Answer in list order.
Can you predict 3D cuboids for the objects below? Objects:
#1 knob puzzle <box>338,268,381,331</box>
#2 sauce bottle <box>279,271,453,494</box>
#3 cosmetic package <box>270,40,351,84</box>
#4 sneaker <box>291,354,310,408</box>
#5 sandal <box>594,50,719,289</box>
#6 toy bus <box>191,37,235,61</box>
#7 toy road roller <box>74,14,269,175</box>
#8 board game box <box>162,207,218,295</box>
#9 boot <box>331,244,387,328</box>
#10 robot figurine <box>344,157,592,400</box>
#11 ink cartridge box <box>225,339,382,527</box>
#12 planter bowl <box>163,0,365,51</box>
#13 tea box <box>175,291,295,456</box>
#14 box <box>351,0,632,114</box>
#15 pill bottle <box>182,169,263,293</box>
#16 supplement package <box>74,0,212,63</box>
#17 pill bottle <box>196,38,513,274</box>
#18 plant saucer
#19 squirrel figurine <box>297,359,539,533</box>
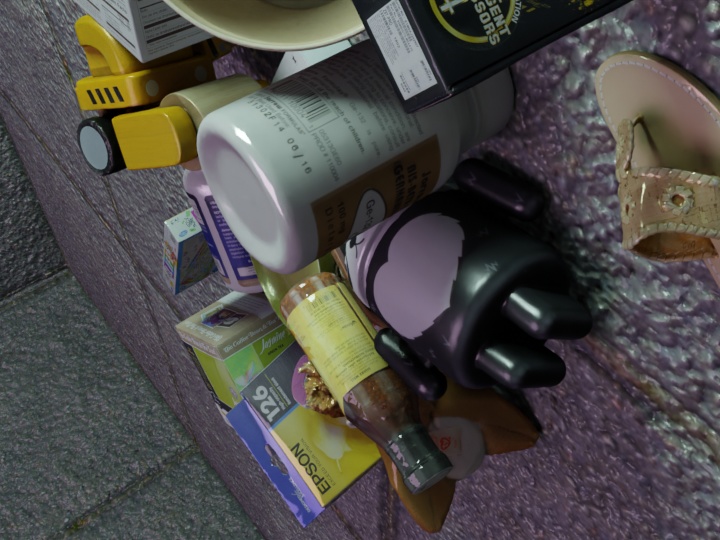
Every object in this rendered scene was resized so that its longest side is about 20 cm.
[{"bbox_3d":[0.008,0.045,0.935,0.220,0.030,0.220,39,160,17],"label":"knob puzzle"},{"bbox_3d":[0.004,0.094,0.704,0.200,0.066,0.066,57,158,24],"label":"sauce bottle"},{"bbox_3d":[-0.031,-0.119,0.791,0.151,0.052,0.200,56,157,1],"label":"cosmetic package"},{"bbox_3d":[0.015,0.150,1.012,0.200,0.088,0.081,14,89,36],"label":"sneaker"},{"bbox_3d":[0.179,-0.023,0.455,0.212,0.070,0.078,57,157,5],"label":"sandal"},{"bbox_3d":[-0.180,-0.258,0.888,0.200,0.078,0.065,17,135,58],"label":"toy bus"},{"bbox_3d":[-0.186,-0.174,0.775,0.200,0.123,0.146,6,117,41],"label":"toy road roller"},{"bbox_3d":[-0.200,-0.044,1.124,0.034,0.134,0.200,55,157,10],"label":"board game box"},{"bbox_3d":[0.000,0.000,0.761,0.075,0.074,0.200,10,149,35],"label":"boot"},{"bbox_3d":[0.075,0.010,0.637,0.200,0.150,0.125,39,163,38],"label":"robot figurine"},{"bbox_3d":[-0.070,0.209,1.116,0.198,0.200,0.047,50,-169,18],"label":"ink cartridge box"},{"bbox_3d":[-0.044,-0.236,0.528,0.200,0.200,0.135,62,-176,-8],"label":"planter bowl"},{"bbox_3d":[-0.163,0.148,1.289,0.200,0.134,0.197,12,130,60],"label":"tea box"},{"bbox_3d":[0.048,-0.197,0.390,0.200,0.161,0.049,63,156,-8],"label":"box"},{"bbox_3d":[-0.138,-0.084,0.971,0.116,0.116,0.200,28,142,51],"label":"pill bottle"},{"bbox_3d":[-0.180,-0.297,0.736,0.200,0.156,0.111,43,150,34],"label":"supplement package"},{"bbox_3d":[0.002,-0.091,0.563,0.114,0.200,0.114,45,153,30],"label":"pill bottle"},{"bbox_3d":[-0.072,-0.032,0.843,0.200,0.031,0.200,45,144,45],"label":"plant saucer"},{"bbox_3d":[0.040,0.133,0.834,0.200,0.142,0.187,46,173,-16],"label":"squirrel figurine"}]
